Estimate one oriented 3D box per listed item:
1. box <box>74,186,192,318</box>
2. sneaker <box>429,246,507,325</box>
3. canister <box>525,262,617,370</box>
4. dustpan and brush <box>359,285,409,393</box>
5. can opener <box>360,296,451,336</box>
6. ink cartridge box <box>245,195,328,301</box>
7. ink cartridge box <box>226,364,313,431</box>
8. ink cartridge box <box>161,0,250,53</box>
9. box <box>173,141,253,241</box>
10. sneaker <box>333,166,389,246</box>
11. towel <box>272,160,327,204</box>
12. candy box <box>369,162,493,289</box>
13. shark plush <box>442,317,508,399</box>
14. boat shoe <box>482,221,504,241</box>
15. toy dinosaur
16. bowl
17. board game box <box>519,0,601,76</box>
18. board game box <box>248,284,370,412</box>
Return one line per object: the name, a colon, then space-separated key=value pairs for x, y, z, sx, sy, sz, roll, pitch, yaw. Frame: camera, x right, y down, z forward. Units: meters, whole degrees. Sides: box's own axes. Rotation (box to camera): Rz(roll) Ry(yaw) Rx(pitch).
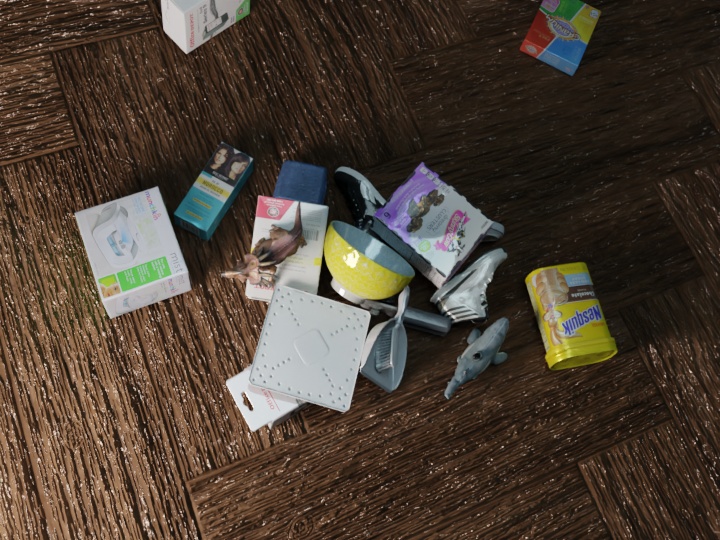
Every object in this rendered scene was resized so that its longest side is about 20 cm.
box: x=-0.449 y=-0.036 z=1.587 sx=0.173 sy=0.097 sz=0.203 roll=-19 pitch=70 yaw=-14
sneaker: x=0.253 y=0.045 z=1.679 sx=0.199 sy=0.076 sz=0.116 roll=-36 pitch=77 yaw=-12
canister: x=0.440 y=0.094 z=1.681 sx=0.145 sy=0.087 sz=0.204 roll=-8 pitch=67 yaw=-13
dustpan and brush: x=0.063 y=0.124 z=1.577 sx=0.056 sy=0.139 sz=0.204 roll=-8 pitch=61 yaw=29
can opener: x=0.092 y=0.083 z=1.645 sx=0.196 sy=0.053 sz=0.068 roll=19 pitch=69 yaw=-1
ink cartridge box: x=-0.148 y=-0.038 z=1.603 sx=0.142 sy=0.083 sz=0.205 roll=9 pitch=91 yaw=-5
ink cartridge box: x=-0.150 y=0.221 z=1.539 sx=0.197 sy=0.067 sz=0.117 roll=-28 pitch=74 yaw=-19
ink cartridge box: x=-0.351 y=-0.612 z=1.821 sx=0.199 sy=0.146 sz=0.084 roll=-41 pitch=79 yaw=-21
box: x=-0.309 y=-0.169 z=1.690 sx=0.081 sy=0.049 sz=0.202 roll=26 pitch=66 yaw=3
sneaker: x=-0.005 y=-0.126 z=1.708 sx=0.199 sy=0.073 sz=0.112 roll=42 pitch=66 yaw=8
towel: x=-0.137 y=-0.134 z=1.704 sx=0.109 sy=0.049 sz=0.204 roll=14 pitch=67 yaw=-5
candy box: x=0.148 y=-0.094 z=1.651 sx=0.199 sy=0.072 sz=0.168 roll=40 pitch=71 yaw=9
shark plush: x=0.224 y=0.174 z=1.611 sx=0.198 sy=0.084 sz=0.091 roll=-33 pitch=75 yaw=-20
boat shoe: x=0.214 y=-0.072 z=1.723 sx=0.195 sy=0.072 sz=0.067 roll=4 pitch=71 yaw=-7
toy dinosaur: x=-0.159 y=-0.037 z=1.492 sx=0.086 sy=0.136 sz=0.200 roll=43 pitch=88 yaw=-3
bowl: x=0.000 y=0.000 z=1.584 sx=0.198 sy=0.200 sz=0.109 roll=33 pitch=104 yaw=5
board game box: x=0.507 y=-0.607 z=2.015 sx=0.151 sy=0.040 sz=0.202 roll=26 pitch=65 yaw=3
board game box: x=-0.096 y=0.149 z=1.524 sx=0.196 sy=0.026 sz=0.204 roll=17 pitch=68 yaw=-6
